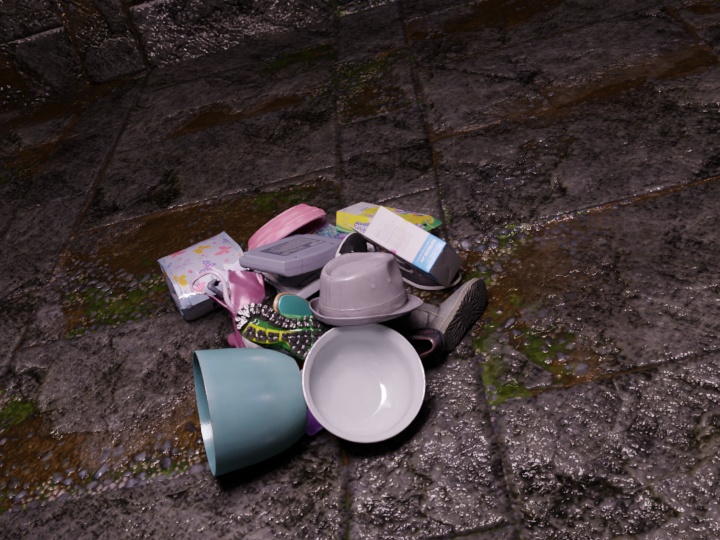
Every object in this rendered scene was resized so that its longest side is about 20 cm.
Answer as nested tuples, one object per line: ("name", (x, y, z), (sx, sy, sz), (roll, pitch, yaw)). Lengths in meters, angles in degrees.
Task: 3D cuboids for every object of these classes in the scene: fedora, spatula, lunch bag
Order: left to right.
("lunch bag", (-0.320, 0.019, 1.888), (0.168, 0.128, 0.200), (-25, 23, -16))
("spatula", (-0.012, 0.216, 1.525), (0.199, 0.021, 0.056), (-25, 37, -19))
("fedora", (0.006, 0.022, 1.494), (0.199, 0.091, 0.176), (-15, 20, -33))

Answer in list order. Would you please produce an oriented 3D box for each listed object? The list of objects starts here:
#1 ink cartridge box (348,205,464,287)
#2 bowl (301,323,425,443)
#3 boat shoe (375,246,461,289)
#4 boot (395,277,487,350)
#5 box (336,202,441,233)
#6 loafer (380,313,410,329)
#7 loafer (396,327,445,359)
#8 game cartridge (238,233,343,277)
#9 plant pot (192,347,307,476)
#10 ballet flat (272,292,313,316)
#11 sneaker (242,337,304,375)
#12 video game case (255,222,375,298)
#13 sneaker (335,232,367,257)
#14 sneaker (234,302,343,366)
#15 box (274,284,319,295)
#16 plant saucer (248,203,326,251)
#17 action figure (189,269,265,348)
("ink cartridge box", (0.086, -0.054, 1.702), (0.199, 0.115, 0.068), (31, 89, 28))
("bowl", (0.001, 0.192, 1.457), (0.199, 0.091, 0.203), (4, 64, -7))
("boat shoe", (0.111, -0.014, 1.780), (0.199, 0.061, 0.074), (17, 43, 42))
("boot", (0.113, 0.069, 1.656), (0.199, 0.073, 0.182), (6, 40, 43))
("box", (0.062, -0.097, 1.892), (0.198, 0.049, 0.117), (12, 20, 27))
("loafer", (0.004, 0.103, 1.616), (0.199, 0.072, 0.063), (-35, 35, 9))
("loafer", (0.046, 0.139, 1.544), (0.198, 0.073, 0.063), (-15, -3, 14))
("game cartridge", (-0.126, -0.031, 1.765), (0.132, 0.042, 0.199), (15, 22, 31))
("plant pot", (-0.176, 0.216, 1.453), (0.159, 0.202, 0.201), (-9, 29, -16))
("ballet flat", (-0.102, 0.093, 1.629), (0.063, 0.199, 0.069), (-4, 66, 41))
("sneaker", (-0.138, 0.138, 1.597), (0.199, 0.081, 0.076), (36, 60, 27))
("video game case", (-0.098, -0.022, 1.856), (0.199, 0.024, 0.182), (-34, 35, -22))
("sneaker", (0.000, 0.000, 1.720), (0.112, 0.073, 0.201), (-30, 37, 49))
("sneaker", (-0.115, 0.107, 1.519), (0.198, 0.085, 0.079), (21, 77, -5))
("box", (-0.090, -0.006, 1.888), (0.198, 0.040, 0.137), (-21, 33, -5))
("plant saucer", (-0.165, -0.079, 1.921), (0.200, 0.051, 0.201), (-35, -5, -3))
("action figure", (-0.213, 0.089, 1.692), (0.133, 0.149, 0.201), (-31, 64, 20))
